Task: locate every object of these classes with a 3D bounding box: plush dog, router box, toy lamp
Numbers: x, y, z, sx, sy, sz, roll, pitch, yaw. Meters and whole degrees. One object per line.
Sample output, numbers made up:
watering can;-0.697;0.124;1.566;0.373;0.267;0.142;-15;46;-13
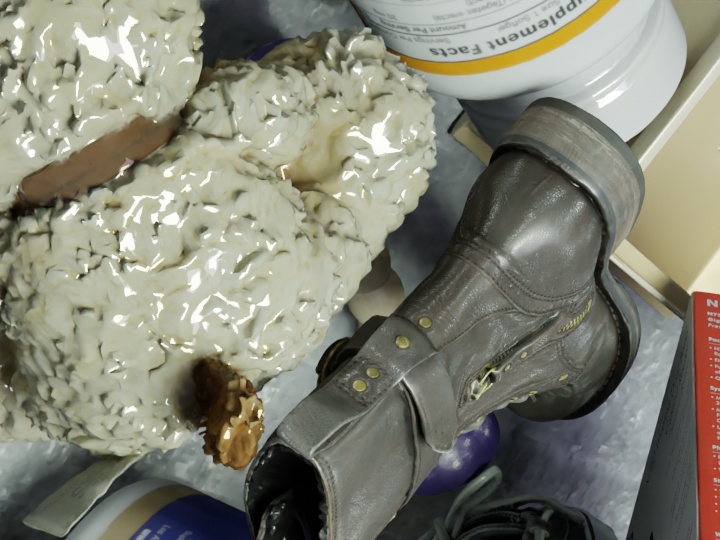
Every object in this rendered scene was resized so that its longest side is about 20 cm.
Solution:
plush dog;-0.084;-0.035;0.878;0.200;0.161;0.172;-29;111;6
router box;0.124;0.141;1.028;0.049;0.180;0.200;8;130;-2
toy lamp;0.000;0.000;1.041;0.058;0.058;0.200;-35;133;-16

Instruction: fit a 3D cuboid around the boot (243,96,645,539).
boot;0.021;0.045;0.969;0.174;0.069;0.200;-50;159;-22

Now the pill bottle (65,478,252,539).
pill bottle;-0.012;0.158;0.983;0.116;0.200;0.116;-46;148;-40

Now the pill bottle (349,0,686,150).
pill bottle;0.038;-0.128;0.952;0.111;0.111;0.200;-43;134;-9

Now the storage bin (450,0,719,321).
storage bin;0.170;-0.068;1.104;0.200;0.094;0.198;-53;134;0

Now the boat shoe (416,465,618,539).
boat shoe;0.054;0.117;1.092;0.068;0.199;0.074;39;97;-7
